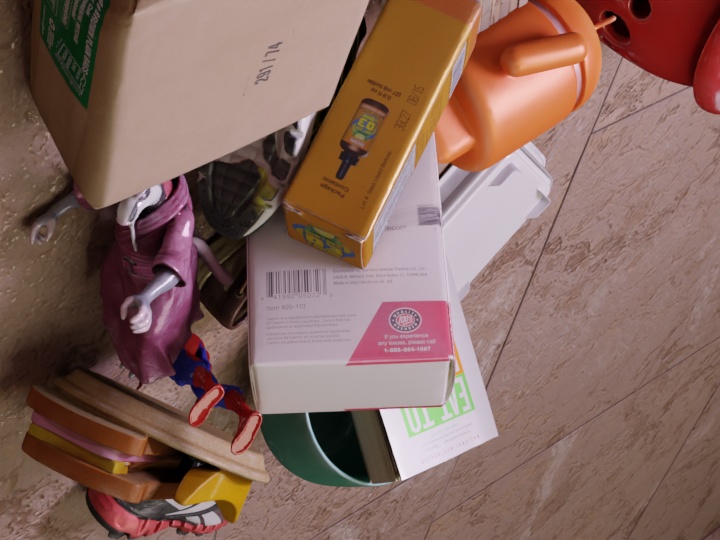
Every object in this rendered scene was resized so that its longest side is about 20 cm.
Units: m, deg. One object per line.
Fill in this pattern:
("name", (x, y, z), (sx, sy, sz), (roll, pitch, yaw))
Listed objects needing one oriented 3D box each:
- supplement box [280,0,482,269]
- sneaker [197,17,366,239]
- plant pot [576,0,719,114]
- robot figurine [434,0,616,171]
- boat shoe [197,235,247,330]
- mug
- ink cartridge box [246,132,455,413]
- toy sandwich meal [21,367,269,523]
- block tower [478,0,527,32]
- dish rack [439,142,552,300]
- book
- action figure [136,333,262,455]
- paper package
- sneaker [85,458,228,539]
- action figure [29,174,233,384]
("supplement box", (0.016, -0.106, 1.007), (0.069, 0.066, 0.202), (93, 23, -69))
("sneaker", (-0.045, -0.112, 1.012), (0.202, 0.074, 0.084), (-64, 157, 9))
("plant pot", (0.302, -0.249, 1.229), (0.199, 0.183, 0.202), (-31, 150, -21))
("robot figurine", (0.115, -0.157, 1.158), (0.199, 0.117, 0.145), (-33, 152, -23))
("boat shoe", (-0.047, -0.027, 1.162), (0.199, 0.072, 0.072), (-37, 153, -15))
("mug", (-0.011, 0.134, 1.333), (0.114, 0.185, 0.153), (-10, -143, 53))
("ink cartridge box", (-0.010, -0.005, 1.054), (0.144, 0.202, 0.083), (-2, 150, -1))
("toy sandwich meal", (-0.163, 0.139, 1.101), (0.071, 0.203, 0.205), (-65, 154, -6))
("block tower", (0.123, -0.246, 1.113), (0.199, 0.054, 0.058), (-33, 151, -21))
("dish rack", (0.108, -0.043, 1.399), (0.200, 0.044, 0.171), (-48, 154, 7))
("book", (0.042, 0.073, 1.285), (0.133, 0.203, 0.048), (-18, -179, -37))
("action figure", (-0.132, 0.077, 1.082), (0.065, 0.200, 0.052), (33, 95, -27))
("paper package", (-0.092, -0.154, 0.834), (0.189, 0.104, 0.200), (-28, 163, -27))
("sneaker", (-0.159, 0.193, 1.318), (0.098, 0.071, 0.200), (-50, 152, 17))
("action figure", (-0.135, -0.014, 0.983), (0.148, 0.134, 0.201), (-30, 153, -28))
